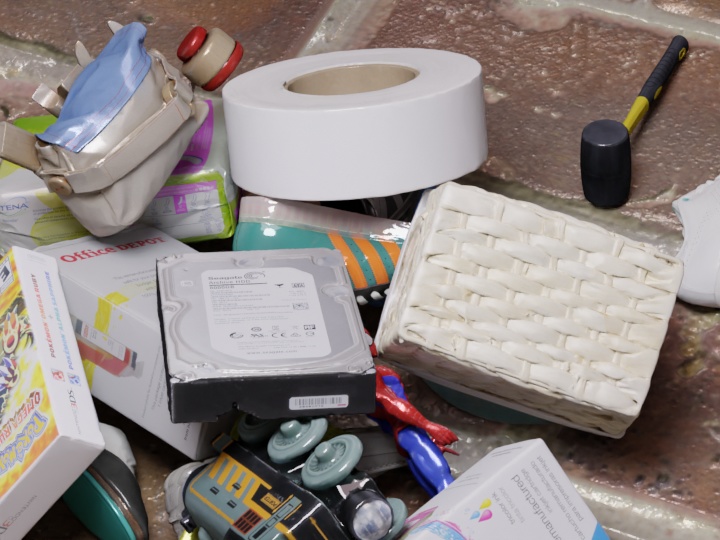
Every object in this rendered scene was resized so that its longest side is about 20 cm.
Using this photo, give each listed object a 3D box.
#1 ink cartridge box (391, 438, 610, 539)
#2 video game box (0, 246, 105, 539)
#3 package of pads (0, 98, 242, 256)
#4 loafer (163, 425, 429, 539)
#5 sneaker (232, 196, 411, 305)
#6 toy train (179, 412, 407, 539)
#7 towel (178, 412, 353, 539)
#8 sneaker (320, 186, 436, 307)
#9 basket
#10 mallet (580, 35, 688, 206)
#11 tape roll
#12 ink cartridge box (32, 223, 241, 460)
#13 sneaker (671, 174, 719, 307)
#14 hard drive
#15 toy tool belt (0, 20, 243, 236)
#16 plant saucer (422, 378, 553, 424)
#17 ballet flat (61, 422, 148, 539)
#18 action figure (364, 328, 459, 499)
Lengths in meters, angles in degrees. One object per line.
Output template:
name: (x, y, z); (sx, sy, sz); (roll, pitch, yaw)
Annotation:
ink cartridge box: (0.072, 0.228, 1.514); (0.200, 0.085, 0.145); (-36, 94, -21)
video game box: (-0.272, 0.115, 1.663); (0.200, 0.047, 0.183); (-47, 46, 27)
package of pads: (-0.194, -0.075, 1.876); (0.199, 0.068, 0.155); (-6, 29, 5)
loafer: (-0.042, 0.158, 1.668); (0.199, 0.070, 0.070); (-13, 83, -8)
sneaker: (0.000, 0.000, 1.737); (0.199, 0.071, 0.080); (10, 84, -10)
toy train: (-0.052, 0.153, 1.527); (0.114, 0.085, 0.200); (-40, 26, -13)
towel: (-0.080, 0.187, 1.611); (0.086, 0.018, 0.201); (24, 73, 3)
sneaker: (0.011, -0.064, 1.838); (0.082, 0.071, 0.200); (28, 46, -20)
basket: (0.123, 0.026, 1.649); (0.199, 0.123, 0.136); (19, 81, -2)
mallet: (0.228, -0.140, 1.890); (0.041, 0.066, 0.200); (13, 50, 23)
tape roll: (-0.004, -0.113, 1.752); (0.201, 0.071, 0.203); (-6, 18, 2)
ink cartridge box: (-0.140, 0.050, 1.725); (0.200, 0.084, 0.145); (29, 25, 31)
sneaker: (0.290, -0.055, 1.803); (0.088, 0.075, 0.200); (7, 49, 31)
hard drive: (-0.069, 0.041, 1.592); (0.139, 0.038, 0.200); (-2, 24, -6)
toy tool belt: (-0.183, -0.132, 1.746); (0.125, 0.123, 0.200); (-20, 35, 59)
plant saucer: (0.132, 0.029, 1.767); (0.200, 0.039, 0.202); (-5, 47, 5)
ballet flat: (-0.213, 0.137, 1.710); (0.200, 0.068, 0.068); (29, 49, 31)
action figure: (0.043, 0.125, 1.622); (0.052, 0.065, 0.200); (-33, 79, -10)
